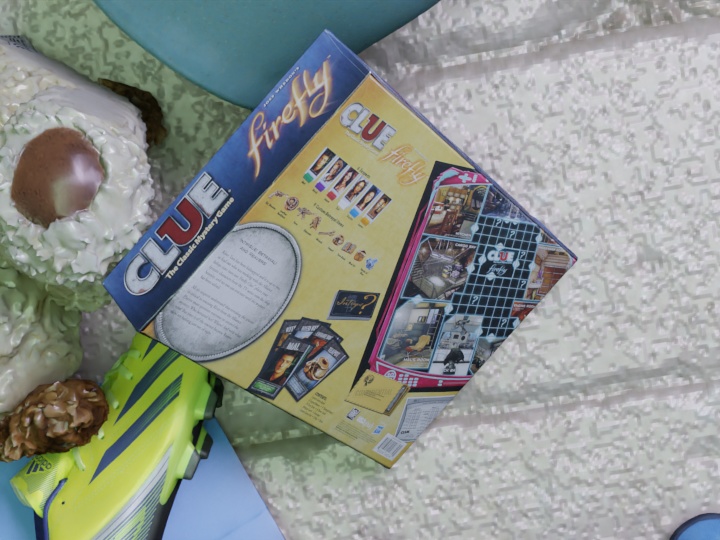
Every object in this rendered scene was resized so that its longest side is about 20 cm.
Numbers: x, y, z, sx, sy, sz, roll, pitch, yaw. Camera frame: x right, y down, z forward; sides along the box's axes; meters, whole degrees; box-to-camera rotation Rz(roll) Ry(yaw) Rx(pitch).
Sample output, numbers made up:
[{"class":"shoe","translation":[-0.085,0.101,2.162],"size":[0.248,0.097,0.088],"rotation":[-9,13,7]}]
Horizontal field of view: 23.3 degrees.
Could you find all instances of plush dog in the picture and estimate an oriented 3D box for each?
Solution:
[{"class":"plush dog","translation":[-0.165,-0.009,0.777],"size":[0.199,0.160,0.173],"rotation":[27,100,23]}]

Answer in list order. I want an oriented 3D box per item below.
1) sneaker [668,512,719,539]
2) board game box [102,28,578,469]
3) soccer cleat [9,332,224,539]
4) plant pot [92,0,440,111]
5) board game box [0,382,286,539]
[{"class":"sneaker","translation":[0.204,0.205,0.798],"size":[0.066,0.078,0.201],"rotation":[-27,90,7]},{"class":"board game box","translation":[0.000,0.000,0.746],"size":[0.136,0.200,0.035],"rotation":[-47,53,5]},{"class":"soccer cleat","translation":[-0.113,0.085,0.792],"size":[0.083,0.065,0.202],"rotation":[16,74,2]},{"class":"plant pot","translation":[-0.027,-0.179,0.736],"size":[0.200,0.200,0.188],"rotation":[42,110,0]},{"class":"board game box","translation":[-0.113,0.154,0.830],"size":[0.157,0.039,0.201],"rotation":[-30,84,-15]}]
